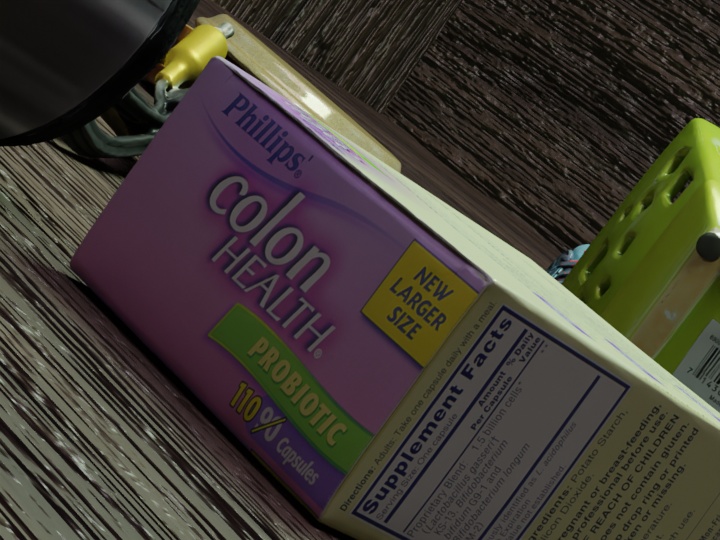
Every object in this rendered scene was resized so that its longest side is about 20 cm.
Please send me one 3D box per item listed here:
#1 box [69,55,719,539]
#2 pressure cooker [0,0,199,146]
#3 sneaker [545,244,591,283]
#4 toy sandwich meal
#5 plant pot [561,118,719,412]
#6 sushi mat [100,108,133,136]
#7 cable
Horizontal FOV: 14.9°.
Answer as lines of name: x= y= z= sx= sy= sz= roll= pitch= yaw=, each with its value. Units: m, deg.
box: x=0.027 y=0.037 z=0.991 sx=0.200 sy=0.097 sz=0.176 roll=32 pitch=7 yaw=-45
pressure cooker: x=-0.168 y=-0.156 z=1.025 sx=0.200 sy=0.179 sz=0.176 roll=34 pitch=-2 yaw=-43
sneaker: x=0.141 y=0.017 z=1.932 sx=0.079 sy=0.096 sz=0.200 roll=36 pitch=5 yaw=6
toy sandwich meal: x=-0.060 y=-0.103 z=1.894 sx=0.205 sy=0.070 sz=0.205 roll=40 pitch=3 yaw=-3
plant pot: x=0.217 y=0.052 z=1.599 sx=0.200 sy=0.199 sz=0.182 roll=36 pitch=11 yaw=-2
sushi mat: x=-0.182 y=-0.150 z=1.441 sx=0.200 sy=0.012 sz=0.096 roll=47 pitch=-13 yaw=19
cable: x=-0.106 y=-0.069 z=1.378 sx=0.050 sy=0.098 sz=0.200 roll=4 pitch=11 yaw=27
